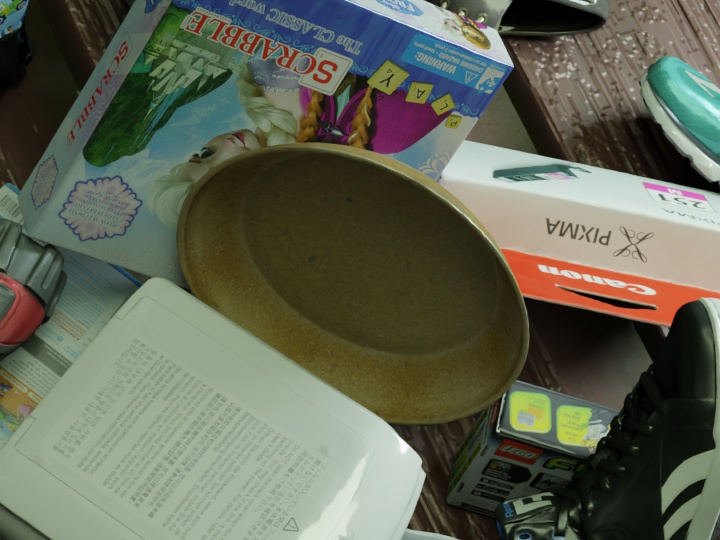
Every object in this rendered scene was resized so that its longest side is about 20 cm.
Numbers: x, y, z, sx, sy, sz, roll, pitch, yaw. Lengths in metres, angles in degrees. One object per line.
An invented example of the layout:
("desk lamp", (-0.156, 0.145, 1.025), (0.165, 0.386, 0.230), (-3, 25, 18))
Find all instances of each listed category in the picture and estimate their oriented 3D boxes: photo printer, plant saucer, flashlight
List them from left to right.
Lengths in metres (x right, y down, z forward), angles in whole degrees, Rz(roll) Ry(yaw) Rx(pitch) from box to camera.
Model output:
("flashlight", (-0.224, 0.069, 1.502), (0.068, 0.068, 0.201), (7, 61, 33))
("photo printer", (-0.077, 0.115, 1.471), (0.199, 0.070, 0.167), (31, 71, 24))
("plant saucer", (0.000, 0.000, 1.503), (0.199, 0.201, 0.036), (27, 49, 0))

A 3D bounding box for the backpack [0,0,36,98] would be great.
("backpack", (-0.261, -0.188, 1.557), (0.134, 0.200, 0.183), (-28, 75, -24))

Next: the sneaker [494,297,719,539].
("sneaker", (0.128, 0.108, 1.462), (0.111, 0.073, 0.201), (5, 108, -12))

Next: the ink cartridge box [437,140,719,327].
("ink cartridge box", (0.133, -0.019, 1.604), (0.199, 0.174, 0.044), (11, 105, -9))

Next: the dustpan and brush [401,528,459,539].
("dustpan and brush", (-0.015, 0.136, 1.511), (0.199, 0.057, 0.140), (22, 58, 14))

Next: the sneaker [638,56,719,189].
("sneaker", (0.261, -0.082, 1.698), (0.199, 0.080, 0.078), (26, 34, -5))

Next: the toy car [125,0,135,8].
("toy car", (-0.068, -0.163, 1.594), (0.174, 0.150, 0.201), (-16, 64, 22))

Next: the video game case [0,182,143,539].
("video game case", (-0.201, 0.063, 1.554), (0.143, 0.018, 0.200), (37, 62, 4))

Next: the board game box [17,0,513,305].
("board game box", (-0.052, -0.075, 1.527), (0.199, 0.200, 0.041), (18, 30, -29))

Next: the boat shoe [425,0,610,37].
("boat shoe", (0.064, -0.168, 1.702), (0.199, 0.075, 0.074), (-9, 67, -17))

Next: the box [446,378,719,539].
("box", (0.157, 0.123, 1.564), (0.199, 0.110, 0.035), (17, 61, -6))
